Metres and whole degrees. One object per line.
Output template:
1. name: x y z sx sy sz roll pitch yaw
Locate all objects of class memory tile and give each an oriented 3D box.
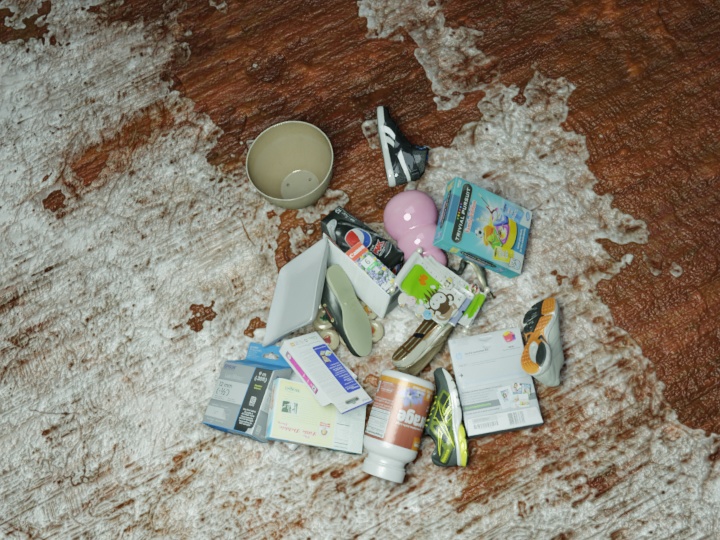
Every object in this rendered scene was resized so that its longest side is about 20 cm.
1. memory tile: -0.037 0.074 1.588 0.151 0.017 0.202 -10 65 -8

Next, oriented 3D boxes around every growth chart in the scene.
1. growth chart: 0.163 0.046 1.506 0.199 0.018 0.146 31 62 -6

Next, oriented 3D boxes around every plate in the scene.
1. plate: -0.130 0.052 1.545 0.032 0.199 0.202 26 55 -26

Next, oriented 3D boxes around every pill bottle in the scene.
1. pill bottle: 0.070 0.307 1.438 0.111 0.112 0.203 14 80 13

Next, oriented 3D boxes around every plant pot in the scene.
1. plant pot: -0.150 -0.220 1.674 0.197 0.135 0.203 -3 67 7

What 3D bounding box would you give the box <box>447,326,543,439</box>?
1. box: 0.272 0.228 1.489 0.154 0.041 0.202 -11 68 2

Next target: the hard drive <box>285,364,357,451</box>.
1. hard drive: -0.119 0.258 1.534 0.132 0.025 0.200 39 78 20

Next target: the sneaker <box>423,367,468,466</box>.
1. sneaker: 0.162 0.294 1.457 0.083 0.075 0.202 -11 67 3

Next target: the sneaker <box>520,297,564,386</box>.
1. sneaker: 0.383 0.150 1.498 0.075 0.092 0.201 -19 37 41

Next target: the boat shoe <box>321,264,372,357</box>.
1. boat shoe: -0.036 0.091 1.541 0.063 0.073 0.203 -33 76 41

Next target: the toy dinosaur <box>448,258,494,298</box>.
1. toy dinosaur: 0.232 -0.032 1.597 0.087 0.048 0.203 -7 70 -7

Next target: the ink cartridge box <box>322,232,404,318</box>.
1. ink cartridge box: 0.000 0.000 1.555 0.050 0.109 0.200 -39 73 -25

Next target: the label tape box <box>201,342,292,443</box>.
1. label tape box: -0.227 0.240 1.508 0.142 0.066 0.202 4 68 35

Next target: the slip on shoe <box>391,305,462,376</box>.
1. slip on shoe: 0.152 0.146 1.531 0.200 0.076 0.061 -43 111 -21

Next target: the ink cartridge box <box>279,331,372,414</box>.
1. ink cartridge box: -0.070 0.211 1.466 0.094 0.037 0.200 -12 49 -47

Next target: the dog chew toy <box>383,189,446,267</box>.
1. dog chew toy: 0.128 -0.073 1.591 0.123 0.125 0.202 -21 75 -2

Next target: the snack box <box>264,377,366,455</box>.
1. snack box: -0.086 0.294 1.458 0.198 0.037 0.118 16 67 -21

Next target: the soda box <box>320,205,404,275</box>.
1. soda box: 0.002 -0.055 1.607 0.199 0.071 0.063 37 61 24

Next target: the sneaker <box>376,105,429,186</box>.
1. sneaker: 0.103 -0.297 1.714 0.110 0.073 0.203 -9 75 0

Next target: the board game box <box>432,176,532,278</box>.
1. board game box: 0.265 -0.091 1.567 0.198 0.047 0.153 22 69 -17
